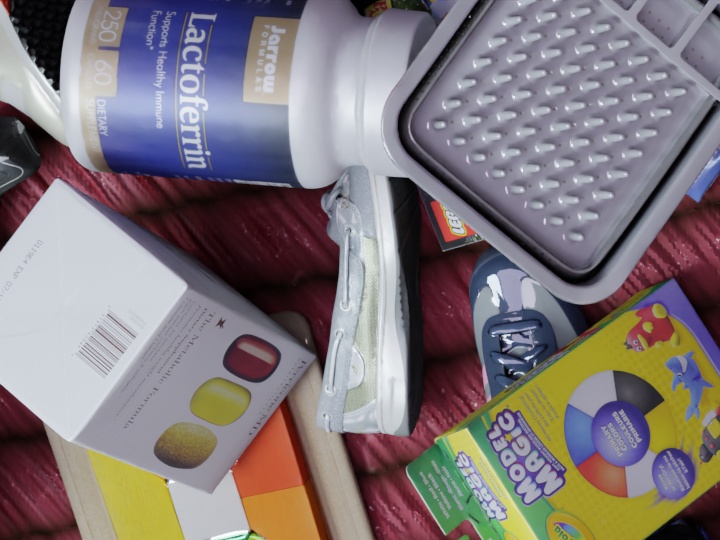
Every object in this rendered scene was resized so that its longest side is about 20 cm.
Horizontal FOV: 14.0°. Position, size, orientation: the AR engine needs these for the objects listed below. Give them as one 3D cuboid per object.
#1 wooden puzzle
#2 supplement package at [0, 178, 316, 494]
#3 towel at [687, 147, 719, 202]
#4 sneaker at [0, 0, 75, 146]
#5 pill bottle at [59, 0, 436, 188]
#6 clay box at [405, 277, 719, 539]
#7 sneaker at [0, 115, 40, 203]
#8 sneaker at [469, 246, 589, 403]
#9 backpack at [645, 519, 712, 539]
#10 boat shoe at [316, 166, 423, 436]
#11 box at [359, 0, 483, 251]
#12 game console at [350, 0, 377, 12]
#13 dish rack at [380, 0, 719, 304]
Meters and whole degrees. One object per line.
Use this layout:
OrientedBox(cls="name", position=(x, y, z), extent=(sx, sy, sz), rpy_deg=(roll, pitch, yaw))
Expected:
OrientedBox(cls="wooden puzzle", position=(-0.094, 0.140, 1.825), extent=(0.185, 0.037, 0.200), rpy_deg=(-14, 98, 16))
OrientedBox(cls="supplement package", position=(-0.129, 0.042, 1.706), extent=(0.110, 0.200, 0.114), rpy_deg=(38, 93, 24))
OrientedBox(cls="towel", position=(0.151, -0.146, 1.691), extent=(0.200, 0.024, 0.145), rpy_deg=(37, 127, 5))
OrientedBox(cls="sneaker", position=(-0.232, -0.146, 1.792), extent=(0.093, 0.070, 0.200), rpy_deg=(-37, 94, 36))
OrientedBox(cls="pill bottle", position=(-0.061, -0.107, 1.676), extent=(0.200, 0.116, 0.116), rpy_deg=(4, 102, 13))
OrientedBox(cls="clay box", position=(0.132, 0.104, 1.692), extent=(0.115, 0.200, 0.048), rpy_deg=(57, 151, -3))
OrientedBox(cls="sneaker", position=(-0.257, -0.022, 1.810), extent=(0.200, 0.080, 0.086), rpy_deg=(-30, 105, 39))
OrientedBox(cls="sneaker", position=(0.107, 0.084, 1.740), extent=(0.070, 0.082, 0.200), rpy_deg=(-15, 97, 19))
OrientedBox(cls="backpack", position=(0.184, 0.272, 1.734), extent=(0.183, 0.135, 0.200), rpy_deg=(-39, 90, 17))
OrientedBox(cls="boat shoe", position=(0.000, 0.000, 1.754), extent=(0.065, 0.074, 0.202), rpy_deg=(-1, 104, 11))
OrientedBox(cls="box", position=(0.071, -0.122, 1.701), extent=(0.136, 0.038, 0.200), rpy_deg=(-17, 99, 41))
OrientedBox(cls="game console", position=(-0.064, -0.229, 1.714), extent=(0.176, 0.117, 0.200), rpy_deg=(37, 138, -24))
OrientedBox(cls="dish rack", position=(0.115, -0.100, 1.623), extent=(0.172, 0.044, 0.200), rpy_deg=(39, 79, -15))
